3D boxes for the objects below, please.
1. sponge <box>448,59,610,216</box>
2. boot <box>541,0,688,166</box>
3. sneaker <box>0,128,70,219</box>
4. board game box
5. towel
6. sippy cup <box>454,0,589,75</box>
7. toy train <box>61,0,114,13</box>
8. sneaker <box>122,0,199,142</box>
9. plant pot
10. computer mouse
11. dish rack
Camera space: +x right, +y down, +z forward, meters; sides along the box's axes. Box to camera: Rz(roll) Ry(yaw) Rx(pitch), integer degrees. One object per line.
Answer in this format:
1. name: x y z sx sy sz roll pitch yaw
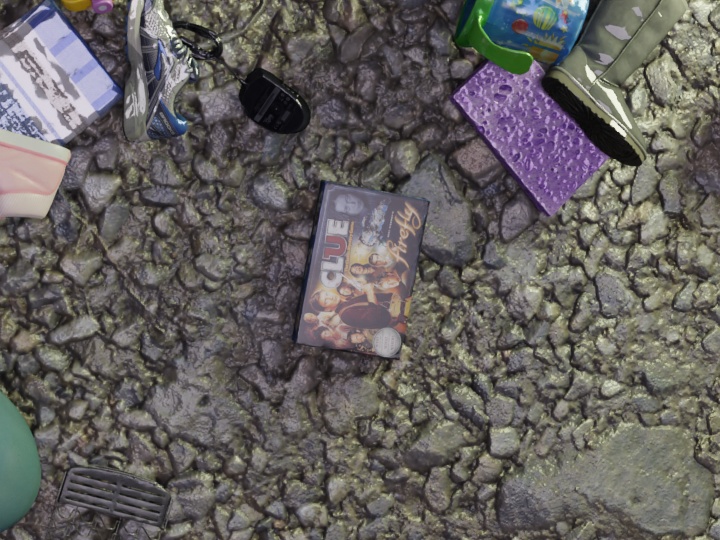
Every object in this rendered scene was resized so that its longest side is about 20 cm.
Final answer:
1. sponge: 0.211 -0.177 1.644 0.111 0.030 0.200 -43 104 -5
2. boot: 0.337 -0.256 1.635 0.182 0.072 0.200 45 72 -16
3. sneaker: -0.429 -0.111 1.464 0.199 0.075 0.105 16 89 -22
4. board game box: 0.000 0.000 1.620 0.134 0.035 0.202 9 96 -13
5. towel: -0.389 -0.197 1.514 0.200 0.024 0.147 -38 104 -5
6. sippy cup: 0.194 -0.308 1.558 0.129 0.140 0.179 21 86 -4
7. toy train: -0.311 -0.353 1.480 0.198 0.056 0.151 9 71 9
8. sneaker: -0.225 -0.246 1.515 0.084 0.077 0.202 3 106 -4
9. plant pot: -0.440 0.227 1.492 0.201 0.200 0.135 -52 139 -1
10. computer mouse: -0.143 -0.230 1.563 0.200 0.034 0.059 37 114 -10
11. dish rack: -0.312 0.339 1.589 0.152 0.055 0.201 17 94 -15
